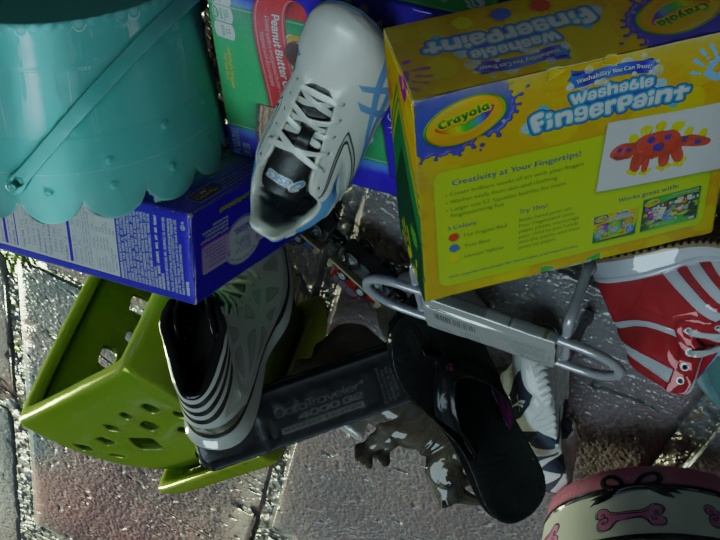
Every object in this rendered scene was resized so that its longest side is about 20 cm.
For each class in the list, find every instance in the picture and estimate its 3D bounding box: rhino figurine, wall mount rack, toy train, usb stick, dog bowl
[{"bbox_3d":[0.032,0.126,1.037,0.200,0.060,0.088,42,104,5],"label":"rhino figurine"},{"bbox_3d":[0.107,0.023,0.917,0.198,0.075,0.174,19,166,13],"label":"wall mount rack"},{"bbox_3d":[0.000,0.000,1.014,0.200,0.034,0.046,42,143,5],"label":"toy train"},{"bbox_3d":[-0.040,0.105,0.984,0.198,0.033,0.056,-19,106,-5],"label":"usb stick"},{"bbox_3d":[0.248,0.236,1.079,0.197,0.075,0.201,1,147,0],"label":"dog bowl"}]

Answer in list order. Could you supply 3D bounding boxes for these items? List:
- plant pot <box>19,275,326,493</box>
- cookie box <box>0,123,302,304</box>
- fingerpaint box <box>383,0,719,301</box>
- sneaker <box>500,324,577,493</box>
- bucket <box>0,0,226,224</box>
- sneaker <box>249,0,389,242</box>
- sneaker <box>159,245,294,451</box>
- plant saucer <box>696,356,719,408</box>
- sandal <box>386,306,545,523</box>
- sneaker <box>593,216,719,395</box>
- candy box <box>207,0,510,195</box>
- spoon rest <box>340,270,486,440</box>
[{"bbox_3d":[-0.152,0.078,1.103,0.181,0.201,0.199,37,142,-23],"label":"plant pot"},{"bbox_3d":[-0.159,-0.059,0.946,0.198,0.171,0.076,14,119,26],"label":"cookie box"},{"bbox_3d":[0.120,-0.083,0.760,0.197,0.074,0.168,-14,138,-5],"label":"fingerpaint box"},{"bbox_3d":[0.114,0.118,1.066,0.128,0.080,0.200,2,146,18],"label":"sneaker"},{"bbox_3d":[-0.193,-0.140,0.863,0.205,0.208,0.136,11,126,21],"label":"bucket"},{"bbox_3d":[-0.028,-0.090,0.799,0.071,0.073,0.201,27,142,3],"label":"sneaker"},{"bbox_3d":[-0.098,0.023,0.944,0.075,0.203,0.116,4,148,7],"label":"sneaker"},{"bbox_3d":[0.333,0.072,0.921,0.198,0.028,0.201,18,141,15],"label":"plant saucer"},{"bbox_3d":[0.093,0.111,0.972,0.201,0.075,0.048,56,163,-16],"label":"sandal"},{"bbox_3d":[0.256,0.024,0.850,0.199,0.071,0.114,-7,107,47],"label":"sneaker"},{"bbox_3d":[0.004,-0.139,0.844,0.198,0.077,0.170,14,140,16],"label":"candy box"},{"bbox_3d":[0.038,0.069,1.091,0.099,0.061,0.200,33,129,-8],"label":"spoon rest"}]
